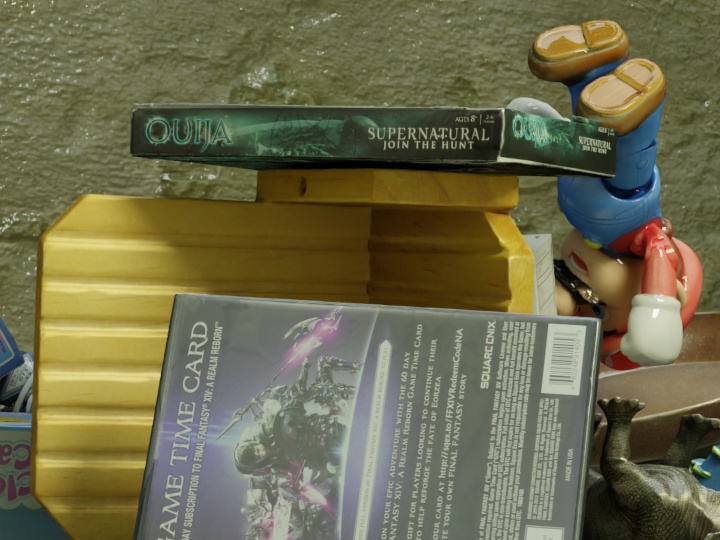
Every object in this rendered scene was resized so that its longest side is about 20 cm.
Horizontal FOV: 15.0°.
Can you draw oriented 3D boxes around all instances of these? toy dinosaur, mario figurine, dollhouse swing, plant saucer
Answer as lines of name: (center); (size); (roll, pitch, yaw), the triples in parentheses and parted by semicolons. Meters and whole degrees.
toy dinosaur: (0.116, 0.117, 1.251); (0.077, 0.103, 0.200); (18, -20, -41)
mario figurine: (0.119, -0.023, 1.421); (0.106, 0.200, 0.124); (0, 41, 14)
dollhouse swing: (-0.041, 0.050, 1.291); (0.175, 0.201, 0.182); (3, 0, -31)
plant saucer: (0.152, 0.067, 1.489); (0.200, 0.035, 0.200); (-12, 12, 2)

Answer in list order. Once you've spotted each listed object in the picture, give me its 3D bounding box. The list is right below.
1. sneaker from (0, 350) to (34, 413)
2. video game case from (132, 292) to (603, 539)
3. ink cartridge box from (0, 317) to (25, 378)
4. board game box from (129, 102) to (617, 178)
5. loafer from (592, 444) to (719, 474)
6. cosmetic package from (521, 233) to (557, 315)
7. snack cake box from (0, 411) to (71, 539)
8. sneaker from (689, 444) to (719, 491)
sneaker: (-0.166, 0.084, 1.515); (0.085, 0.077, 0.200); (47, -35, -13)
video game case: (0.003, 0.083, 1.223); (0.199, 0.143, 0.019); (3, -23, 12)
ink cartridge box: (-0.300, 0.070, 1.508); (0.200, 0.076, 0.136); (-35, 13, -19)
board game box: (0.007, -0.063, 1.319); (0.199, 0.028, 0.135); (2, 0, 27)
loafer: (0.140, 0.141, 1.610); (0.200, 0.063, 0.072); (-18, 11, 47)
cosmetic package: (0.001, 0.028, 1.412); (0.199, 0.083, 0.051); (-2, 10, 17)
snack cake box: (-0.244, 0.105, 1.392); (0.199, 0.067, 0.115); (4, -2, -27)
sneaker: (0.178, 0.111, 1.306); (0.200, 0.105, 0.076); (4, -1, 35)
